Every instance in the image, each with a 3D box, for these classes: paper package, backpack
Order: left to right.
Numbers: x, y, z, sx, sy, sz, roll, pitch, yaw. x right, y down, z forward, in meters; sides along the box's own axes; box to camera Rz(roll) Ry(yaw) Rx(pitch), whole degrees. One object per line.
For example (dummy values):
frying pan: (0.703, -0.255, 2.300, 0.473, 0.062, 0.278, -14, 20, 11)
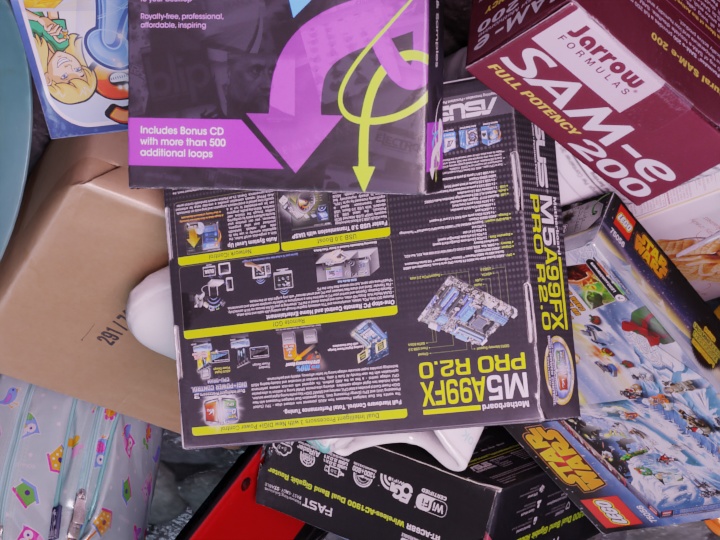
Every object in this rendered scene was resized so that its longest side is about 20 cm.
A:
backpack: (-0.199, 0.145, 1.212, 0.126, 0.200, 0.167, 9, 162, 2)
paper package: (-0.103, -0.004, 1.081, 0.190, 0.104, 0.200, 21, 139, -18)

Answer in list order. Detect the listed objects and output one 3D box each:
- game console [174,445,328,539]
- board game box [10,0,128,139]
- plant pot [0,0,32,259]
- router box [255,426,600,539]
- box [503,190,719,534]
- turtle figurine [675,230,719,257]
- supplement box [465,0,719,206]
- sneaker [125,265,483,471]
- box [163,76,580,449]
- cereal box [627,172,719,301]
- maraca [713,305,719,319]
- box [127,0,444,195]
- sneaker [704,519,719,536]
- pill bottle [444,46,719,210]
game console: (-0.080, 0.137, 1.159, 0.172, 0.200, 0.119, 3, 136, 50)
board game box: (-0.073, -0.141, 0.921, 0.200, 0.034, 0.136, -6, 116, 16)
plant pot: (-0.287, -0.071, 0.968, 0.161, 0.201, 0.201, 11, 144, 18)
router box: (0.056, 0.114, 1.102, 0.150, 0.200, 0.062, 19, 105, 30)
box: (0.127, 0.054, 0.965, 0.137, 0.040, 0.200, -16, 126, 43)
turtle figurine: (0.268, 0.013, 0.942, 0.200, 0.101, 0.150, -11, 156, 18)
supplement box: (0.107, -0.139, 0.796, 0.109, 0.200, 0.061, 35, 134, -29)
sneaker: (-0.029, 0.054, 0.990, 0.200, 0.089, 0.075, 12, 143, -5)
box: (0.000, 0.000, 0.906, 0.200, 0.161, 0.044, -8, 175, 30)
cereal box: (0.200, -0.030, 1.012, 0.200, 0.040, 0.144, -22, 154, 31)
maraca: (0.259, 0.055, 1.055, 0.200, 0.137, 0.107, -20, 117, 6)
box: (-0.034, -0.135, 0.851, 0.143, 0.200, 0.036, 1, -175, 14)
sneaker: (0.320, 0.145, 1.218, 0.200, 0.075, 0.079, 3, 138, 3)
pill bottle: (0.131, -0.092, 0.921, 0.200, 0.114, 0.113, -21, 133, 31)
